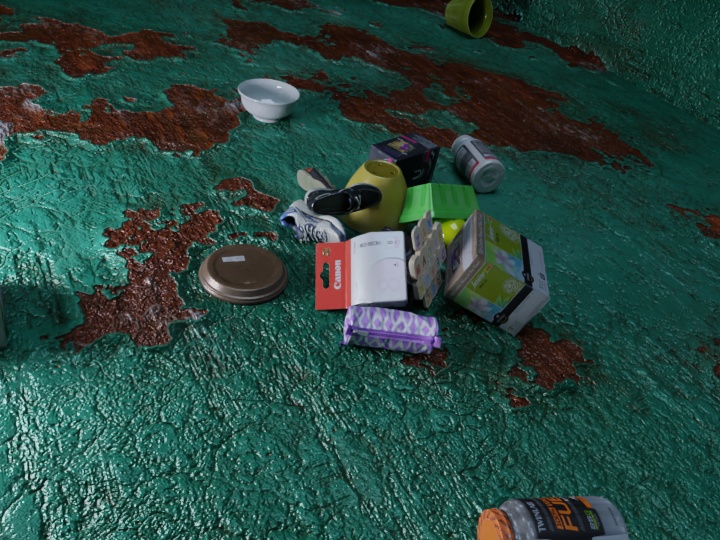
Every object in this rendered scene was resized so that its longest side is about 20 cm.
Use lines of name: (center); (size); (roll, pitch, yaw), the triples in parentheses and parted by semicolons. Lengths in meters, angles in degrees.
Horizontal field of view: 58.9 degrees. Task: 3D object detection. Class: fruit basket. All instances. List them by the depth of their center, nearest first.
fruit basket: (0.216, -0.117, 1.633); (0.214, 0.218, 0.155); (-20, 9, -36)

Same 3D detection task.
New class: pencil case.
pencil case: (0.059, 0.121, 1.292); (0.197, 0.085, 0.085); (6, 2, -6)

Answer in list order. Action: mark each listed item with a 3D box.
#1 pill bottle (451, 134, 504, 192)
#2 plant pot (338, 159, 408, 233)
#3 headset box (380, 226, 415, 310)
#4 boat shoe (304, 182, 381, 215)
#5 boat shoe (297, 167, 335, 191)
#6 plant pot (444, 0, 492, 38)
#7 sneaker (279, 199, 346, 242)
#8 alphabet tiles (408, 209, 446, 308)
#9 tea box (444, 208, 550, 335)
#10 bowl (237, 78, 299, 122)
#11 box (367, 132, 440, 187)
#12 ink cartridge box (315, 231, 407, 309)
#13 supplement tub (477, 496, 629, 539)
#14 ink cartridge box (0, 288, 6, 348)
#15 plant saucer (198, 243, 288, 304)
pill bottle: (0.355, -0.336, 1.965); (0.109, 0.112, 0.201); (-2, 39, -19)
plant pot: (0.045, -0.205, 1.674); (0.197, 0.143, 0.201); (7, 37, -5)
headset box: (0.078, -0.004, 1.473); (0.147, 0.078, 0.200); (23, 36, 14)
boat shoe: (-0.034, -0.166, 1.545); (0.198, 0.076, 0.060); (-10, 30, -17)
boat shoe: (-0.101, -0.220, 1.720); (0.062, 0.072, 0.200); (-10, 38, -32)
plant pot: (0.544, -1.314, 3.277); (0.199, 0.203, 0.192); (-20, 35, -36)
sneaker: (-0.119, -0.098, 1.558); (0.199, 0.078, 0.085); (29, 49, 33)
alphabet tiles: (0.153, -0.025, 1.428); (0.014, 0.198, 0.200); (2, 30, 25)
tea box: (0.304, 0.001, 1.441); (0.195, 0.134, 0.201); (27, 35, -10)
bowl: (-0.299, -0.542, 2.068); (0.198, 0.091, 0.202); (7, 37, -6)
box: (0.122, -0.310, 1.853); (0.199, 0.123, 0.106); (-25, 50, -39)
ink cartridge box: (0.000, 0.000, 1.374); (0.197, 0.057, 0.165); (-1, 67, -1)
supplement tub: (0.283, 0.404, 0.950); (0.197, 0.124, 0.123); (3, 37, -13)
ink cartridge box: (-0.729, 0.058, 1.150); (0.144, 0.088, 0.201); (-10, 43, -27)
plant saucer: (-0.257, 0.001, 1.411); (0.197, 0.030, 0.201); (7, 37, -5)
